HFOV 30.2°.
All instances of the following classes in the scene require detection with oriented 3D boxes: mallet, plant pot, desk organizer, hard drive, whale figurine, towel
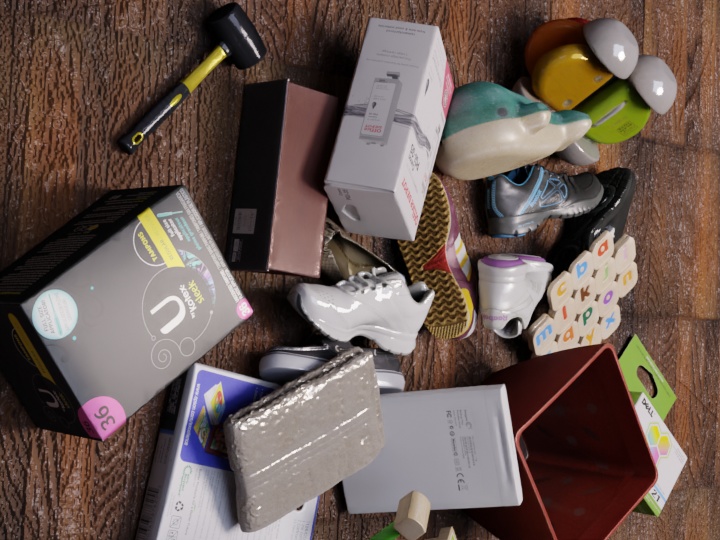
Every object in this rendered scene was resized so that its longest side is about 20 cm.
[{"bbox_3d":[-0.169,-0.183,1.361,0.066,0.041,0.200,48,65,-33],"label":"mallet"},{"bbox_3d":[0.208,0.217,1.599,0.200,0.176,0.201,-38,114,-36],"label":"plant pot"},{"bbox_3d":[-0.082,-0.094,1.411,0.077,0.072,0.201,11,83,-43],"label":"desk organizer"},{"bbox_3d":[0.071,0.199,1.471,0.027,0.199,0.133,-32,114,-68],"label":"hard drive"},{"bbox_3d":[0.175,-0.175,1.591,0.199,0.159,0.104,-11,78,-26],"label":"whale figurine"},{"bbox_3d":[-0.056,0.172,1.386,0.200,0.034,0.133,-25,118,-36],"label":"towel"}]

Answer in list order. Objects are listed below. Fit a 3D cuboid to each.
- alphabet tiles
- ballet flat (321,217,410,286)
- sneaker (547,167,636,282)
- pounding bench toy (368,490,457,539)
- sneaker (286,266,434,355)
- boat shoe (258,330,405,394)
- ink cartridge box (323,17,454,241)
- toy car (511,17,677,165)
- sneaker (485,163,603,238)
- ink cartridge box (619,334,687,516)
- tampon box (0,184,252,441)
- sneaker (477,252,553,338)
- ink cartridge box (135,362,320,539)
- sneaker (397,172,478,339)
[{"bbox_3d":[0.287,0.045,1.718,0.200,0.015,0.196,-42,143,-19],"label":"alphabet tiles"},{"bbox_3d":[0.000,0.000,1.499,0.200,0.046,0.068,41,65,-34],"label":"ballet flat"},{"bbox_3d":[0.314,-0.044,1.772,0.091,0.076,0.201,40,74,-41],"label":"sneaker"},{"bbox_3d":[0.024,0.342,1.443,0.124,0.155,0.201,-58,132,-65],"label":"pounding bench toy"},{"bbox_3d":[0.000,0.032,1.451,0.200,0.074,0.087,12,114,-48],"label":"sneaker"},{"bbox_3d":[-0.030,0.096,1.465,0.199,0.070,0.067,11,66,-38],"label":"boat shoe"},{"bbox_3d":[0.034,-0.151,1.460,0.147,0.082,0.201,62,40,-67],"label":"ink cartridge box"},{"bbox_3d":[0.288,-0.246,1.703,0.200,0.175,0.150,30,34,-37],"label":"toy car"},{"bbox_3d":[0.236,-0.103,1.692,0.199,0.073,0.082,-21,103,-40],"label":"sneaker"},{"bbox_3d":[0.389,0.209,1.827,0.148,0.076,0.200,51,60,-29],"label":"ink cartridge box"},{"bbox_3d":[-0.233,0.035,1.239,0.200,0.126,0.150,-42,116,-33],"label":"tampon box"},{"bbox_3d":[0.182,0.029,1.622,0.200,0.075,0.100,-5,100,-67],"label":"sneaker"},{"bbox_3d":[-0.126,0.212,1.392,0.200,0.047,0.199,21,75,-42],"label":"ink cartridge box"},{"bbox_3d":[0.092,-0.016,1.575,0.090,0.075,0.201,8,71,-72],"label":"sneaker"}]
